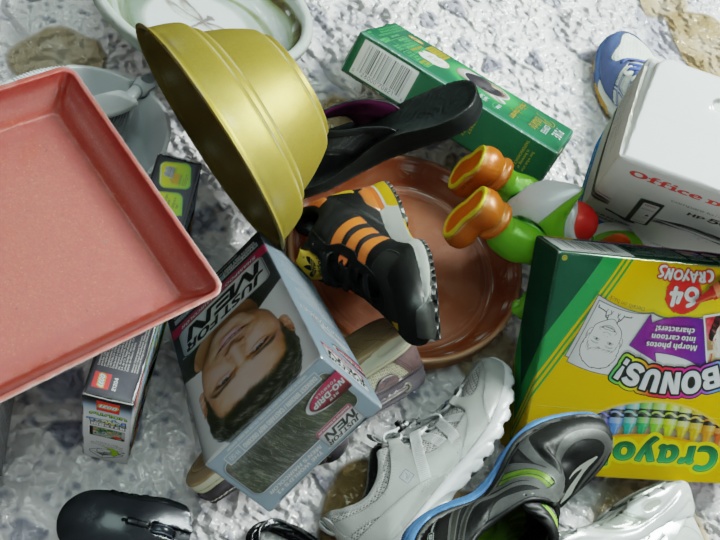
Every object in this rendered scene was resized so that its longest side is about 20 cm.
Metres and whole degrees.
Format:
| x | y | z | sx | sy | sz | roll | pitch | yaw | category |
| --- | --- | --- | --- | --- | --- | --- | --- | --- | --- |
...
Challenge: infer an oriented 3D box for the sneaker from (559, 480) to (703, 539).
| x | y | z | sx | sy | sz | roll | pitch | yaw | category |
| --- | --- | --- | --- | --- | --- | --- | --- | --- | --- |
| 0.177 | 0.228 | 0.788 | 0.199 | 0.078 | 0.100 | -20 | 75 | -20 | sneaker |

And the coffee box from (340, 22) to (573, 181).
| x | y | z | sx | sy | sz | roll | pitch | yaw | category |
| --- | --- | --- | --- | --- | --- | --- | --- | --- | --- |
| 0.089 | -0.148 | 0.969 | 0.200 | 0.044 | 0.123 | 32 | 22 | 5 | coffee box |

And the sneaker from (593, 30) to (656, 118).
| x | y | z | sx | sy | sz | roll | pitch | yaw | category |
| --- | --- | --- | --- | --- | --- | --- | --- | --- | --- |
| 0.279 | -0.159 | 1.032 | 0.075 | 0.088 | 0.201 | -2 | 60 | -13 | sneaker |

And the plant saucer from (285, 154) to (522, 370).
| x | y | z | sx | sy | sz | roll | pitch | yaw | category |
| --- | --- | --- | --- | --- | --- | --- | --- | --- | --- |
| 0.036 | -0.008 | 0.914 | 0.200 | 0.032 | 0.201 | 7 | 59 | -11 | plant saucer |

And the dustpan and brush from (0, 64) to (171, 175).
| x | y | z | sx | sy | sz | roll | pitch | yaw | category |
| --- | --- | --- | --- | --- | --- | --- | --- | --- | --- |
| -0.199 | -0.138 | 0.911 | 0.139 | 0.057 | 0.200 | 34 | 28 | 5 | dustpan and brush |

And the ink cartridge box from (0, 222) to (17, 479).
| x | y | z | sx | sy | sz | roll | pitch | yaw | category |
| --- | --- | --- | --- | --- | --- | --- | --- | --- | --- |
| -0.272 | 0.082 | 0.720 | 0.076 | 0.137 | 0.201 | 4 | 59 | -11 | ink cartridge box |

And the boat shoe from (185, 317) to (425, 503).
| x | y | z | sx | sy | sz | roll | pitch | yaw | category |
| --- | --- | --- | --- | --- | --- | --- | --- | --- | --- |
| -0.033 | 0.111 | 0.802 | 0.200 | 0.072 | 0.065 | -36 | 105 | -19 | boat shoe |

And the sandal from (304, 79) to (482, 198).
| x | y | z | sx | sy | sz | roll | pitch | yaw | category |
| --- | --- | --- | --- | --- | --- | --- | --- | --- | --- |
| 0.000 | -0.118 | 0.900 | 0.200 | 0.048 | 0.075 | -22 | 35 | 14 | sandal |

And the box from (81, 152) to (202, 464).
| x | y | z | sx | sy | sz | roll | pitch | yaw | category |
| --- | --- | --- | --- | --- | --- | --- | --- | --- | --- |
| -0.159 | 0.027 | 0.798 | 0.035 | 0.110 | 0.201 | 14 | 58 | -6 | box |

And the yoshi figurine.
| x | y | z | sx | sy | sz | roll | pitch | yaw | category |
| --- | --- | --- | --- | --- | --- | --- | --- | --- | --- |
| 0.155 | -0.014 | 0.894 | 0.200 | 0.112 | 0.113 | 27 | 96 | -18 | yoshi figurine |

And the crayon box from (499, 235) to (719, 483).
| x | y | z | sx | sy | sz | roll | pitch | yaw | category |
| --- | --- | --- | --- | --- | --- | --- | --- | --- | --- |
| 0.221 | 0.071 | 0.841 | 0.199 | 0.058 | 0.173 | 5 | 103 | -11 | crayon box |

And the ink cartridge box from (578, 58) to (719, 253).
| x | y | z | sx | sy | sz | roll | pitch | yaw | category |
| --- | --- | --- | --- | --- | --- | --- | --- | --- | --- |
| 0.260 | -0.073 | 0.861 | 0.146 | 0.200 | 0.085 | 20 | 80 | 6 | ink cartridge box |

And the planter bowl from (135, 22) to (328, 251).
| x | y | z | sx | sy | sz | roll | pitch | yaw | category |
| --- | --- | --- | --- | --- | --- | --- | --- | --- | --- |
| -0.082 | -0.120 | 0.835 | 0.083 | 0.200 | 0.201 | -33 | 72 | -10 | planter bowl |

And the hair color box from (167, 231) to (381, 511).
| x | y | z | sx | sy | sz | roll | pitch | yaw | category |
| --- | --- | --- | --- | --- | --- | --- | --- | --- | --- |
| -0.066 | 0.060 | 0.746 | 0.099 | 0.200 | 0.061 | -44 | 119 | 5 | hair color box |

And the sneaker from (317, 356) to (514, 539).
| x | y | z | sx | sy | sz | roll | pitch | yaw | category |
| --- | --- | --- | --- | --- | --- | --- | --- | --- | --- |
| 0.047 | 0.133 | 0.808 | 0.082 | 0.075 | 0.200 | 35 | 59 | 5 | sneaker |

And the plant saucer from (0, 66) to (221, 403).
| x | y | z | sx | sy | sz | roll | pitch | yaw | category |
| --- | --- | --- | --- | --- | --- | --- | --- | --- | --- |
| -0.223 | -0.019 | 0.694 | 0.199 | 0.037 | 0.200 | -28 | 74 | -33 | plant saucer |

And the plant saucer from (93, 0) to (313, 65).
| x | y | z | sx | sy | sz | roll | pitch | yaw | category |
| --- | --- | --- | --- | --- | --- | --- | --- | --- | --- |
| -0.143 | -0.223 | 0.968 | 0.199 | 0.050 | 0.200 | 14 | 42 | -13 | plant saucer |

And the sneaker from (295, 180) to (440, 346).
| x | y | z | sx | sy | sz | roll | pitch | yaw | category |
| --- | --- | --- | --- | --- | --- | --- | --- | --- | --- |
| 0.000 | 0.000 | 0.812 | 0.090 | 0.070 | 0.200 | -11 | 30 | -6 | sneaker |

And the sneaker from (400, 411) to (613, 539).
| x | y | z | sx | sy | sz | roll | pitch | yaw | category |
| --- | --- | --- | --- | --- | --- | --- | --- | --- | --- |
| 0.115 | 0.167 | 0.754 | 0.199 | 0.083 | 0.071 | -30 | 116 | -35 | sneaker |

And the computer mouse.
| x | y | z | sx | sy | sz | roll | pitch | yaw | category |
| --- | --- | --- | --- | --- | --- | --- | --- | --- | --- |
| -0.111 | 0.189 | 0.761 | 0.199 | 0.034 | 0.059 | 10 | 58 | -9 | computer mouse |
